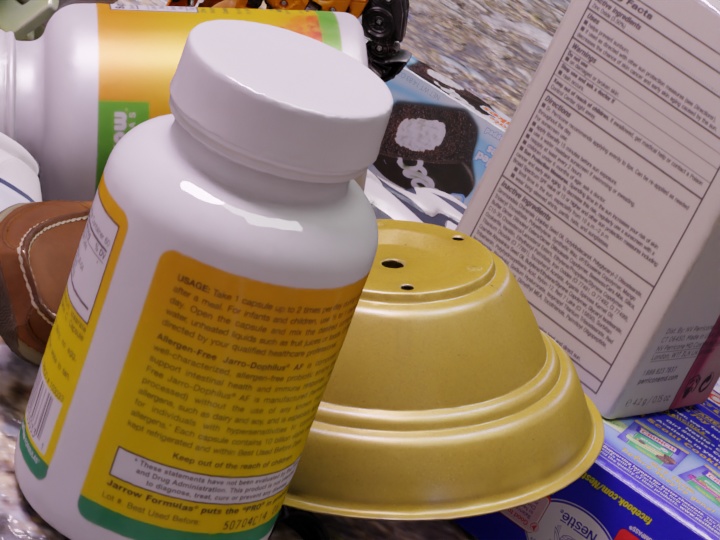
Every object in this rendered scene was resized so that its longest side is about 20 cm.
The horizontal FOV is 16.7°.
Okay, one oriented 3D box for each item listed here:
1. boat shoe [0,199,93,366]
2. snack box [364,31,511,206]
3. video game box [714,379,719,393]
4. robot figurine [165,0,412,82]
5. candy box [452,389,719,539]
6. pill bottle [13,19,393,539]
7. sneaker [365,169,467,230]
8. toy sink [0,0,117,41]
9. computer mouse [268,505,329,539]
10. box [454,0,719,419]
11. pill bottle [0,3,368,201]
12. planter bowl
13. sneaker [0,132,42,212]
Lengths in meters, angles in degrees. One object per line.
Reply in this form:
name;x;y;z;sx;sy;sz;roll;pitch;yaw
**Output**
boat shoe;-0.100;-0.005;1.104;0.200;0.073;0.076;-11;83;-69
snack box;0.034;-0.050;1.408;0.199;0.117;0.037;32;19;7
video game box;0.178;0.040;1.505;0.199;0.047;0.182;9;26;-46
robot figurine;-0.053;-0.120;1.328;0.144;0.200;0.058;30;39;-3
candy box;0.159;0.122;1.223;0.169;0.077;0.200;35;20;18
pill bottle;-0.059;0.009;0.968;0.112;0.201;0.113;17;22;-7
sneaker;0.000;0.000;1.288;0.198;0.080;0.130;20;19;-34
toy sink;-0.193;-0.198;1.331;0.130;0.112;0.201;41;20;-46
computer mouse;-0.024;0.088;1.101;0.058;0.034;0.200;31;19;-1
box;0.147;-0.046;1.214;0.128;0.201;0.109;38;23;29
pill bottle;-0.100;-0.075;1.209;0.198;0.112;0.111;1;25;-9
planter bowl;0.013;0.030;1.103;0.199;0.084;0.201;2;21;-1
sneaker;-0.229;-0.058;1.100;0.199;0.073;0.071;31;31;-31
